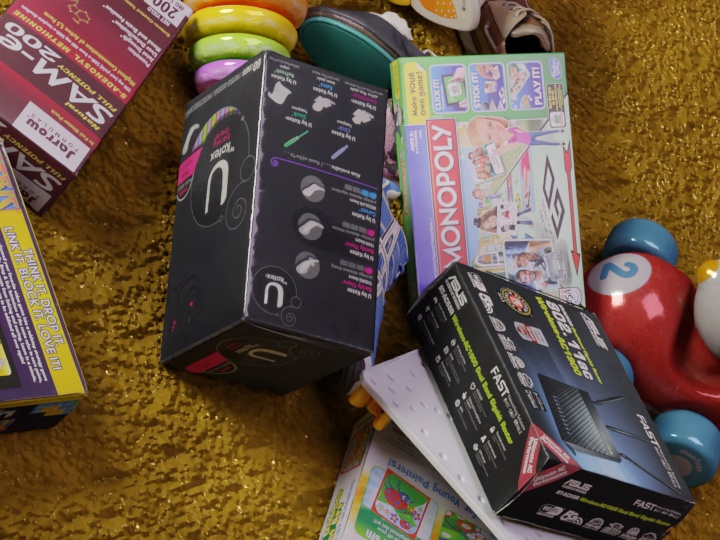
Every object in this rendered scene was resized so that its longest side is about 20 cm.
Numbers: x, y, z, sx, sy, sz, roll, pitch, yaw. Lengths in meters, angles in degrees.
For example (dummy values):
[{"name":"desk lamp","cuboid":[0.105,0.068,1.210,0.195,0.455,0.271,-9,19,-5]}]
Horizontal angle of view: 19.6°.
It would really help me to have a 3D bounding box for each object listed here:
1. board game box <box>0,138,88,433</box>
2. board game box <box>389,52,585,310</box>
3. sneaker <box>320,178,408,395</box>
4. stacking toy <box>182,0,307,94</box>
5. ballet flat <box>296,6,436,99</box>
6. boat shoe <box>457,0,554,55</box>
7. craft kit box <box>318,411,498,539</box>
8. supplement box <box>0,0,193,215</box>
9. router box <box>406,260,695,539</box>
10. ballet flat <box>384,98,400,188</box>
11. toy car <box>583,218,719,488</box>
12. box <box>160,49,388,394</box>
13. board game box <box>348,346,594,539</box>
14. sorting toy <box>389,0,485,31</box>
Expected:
[{"name":"board game box","cuboid":[-0.282,0.010,1.320,0.165,0.057,0.200,-3,63,-40]},{"name":"board game box","cuboid":[0.097,-0.064,1.588,0.134,0.029,0.200,-4,86,-16]},{"name":"sneaker","cuboid":[0.000,0.000,1.520,0.077,0.076,0.200,13,55,-24]},{"name":"stacking toy","cuboid":[-0.091,-0.160,1.560,0.116,0.110,0.200,12,70,-29]},{"name":"ballet flat","cuboid":[0.032,-0.158,1.656,0.200,0.073,0.073,36,46,-22]},{"name":"boat shoe","cuboid":[0.132,-0.188,1.748,0.076,0.072,0.200,11,55,-31]},{"name":"craft kit box","cuboid":[0.063,0.221,1.444,0.200,0.049,0.198,32,44,-15]},{"name":"supplement box","cuboid":[-0.211,-0.146,1.473,0.109,0.061,0.200,38,47,-11]},{"name":"router box","cuboid":[0.134,0.097,1.481,0.150,0.062,0.200,20,33,-38]},{"name":"ballet flat","cuboid":[0.085,-0.071,1.635,0.200,0.071,0.069,31,47,-17]},{"name":"toy car","cuboid":[0.276,0.030,1.618,0.177,0.200,0.184,37,46,-11]},{"name":"box","cuboid":[-0.059,-0.031,1.441,0.106,0.122,0.200,16,65,-29]},{"name":"board game box","cuboid":[0.105,0.134,1.487,0.200,0.026,0.200,48,27,14]},{"name":"sorting toy","cuboid":[0.076,-0.326,1.714,0.107,0.180,0.200,8,38,25]}]
